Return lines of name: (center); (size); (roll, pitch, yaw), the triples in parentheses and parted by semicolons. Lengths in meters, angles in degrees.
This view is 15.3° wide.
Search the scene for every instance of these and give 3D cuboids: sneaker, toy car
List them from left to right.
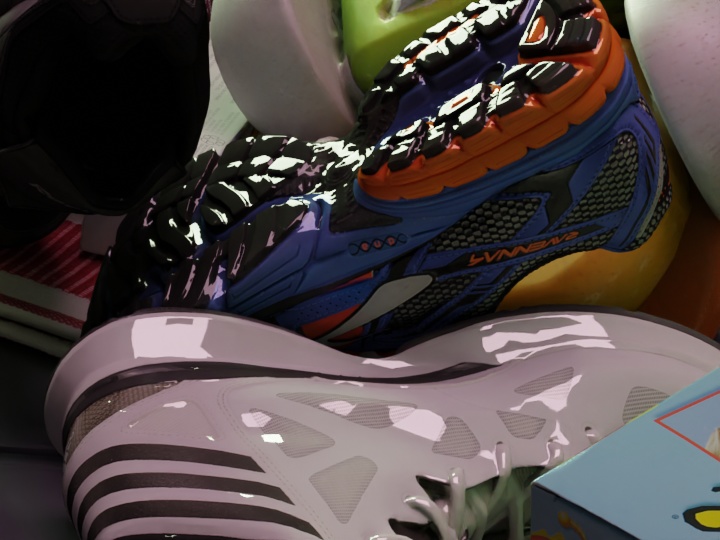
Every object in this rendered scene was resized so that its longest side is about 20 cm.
sneaker: (-0.086, -0.045, 0.759); (0.066, 0.200, 0.091); (-1, 61, -22)
sneaker: (0.000, 0.000, 0.744); (0.200, 0.078, 0.075); (-26, 33, 27)
sneaker: (0.022, 0.070, 0.688); (0.200, 0.076, 0.116); (1, 35, -13)
toy car: (0.059, -0.048, 0.858); (0.150, 0.175, 0.201); (41, 30, -53)

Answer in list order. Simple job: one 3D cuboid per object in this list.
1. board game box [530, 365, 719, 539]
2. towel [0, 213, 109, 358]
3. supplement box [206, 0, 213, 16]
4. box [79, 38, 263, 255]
board game box: (0.141, 0.069, 0.610); (0.200, 0.103, 0.105); (-27, 39, -37)
towel: (-0.095, -0.019, 0.907); (0.144, 0.023, 0.200); (17, 24, 15)
supplement box: (-0.121, -0.110, 0.945); (0.110, 0.086, 0.200); (-8, 16, 15)
box: (-0.048, -0.054, 0.929); (0.041, 0.039, 0.200); (15, 24, 6)
